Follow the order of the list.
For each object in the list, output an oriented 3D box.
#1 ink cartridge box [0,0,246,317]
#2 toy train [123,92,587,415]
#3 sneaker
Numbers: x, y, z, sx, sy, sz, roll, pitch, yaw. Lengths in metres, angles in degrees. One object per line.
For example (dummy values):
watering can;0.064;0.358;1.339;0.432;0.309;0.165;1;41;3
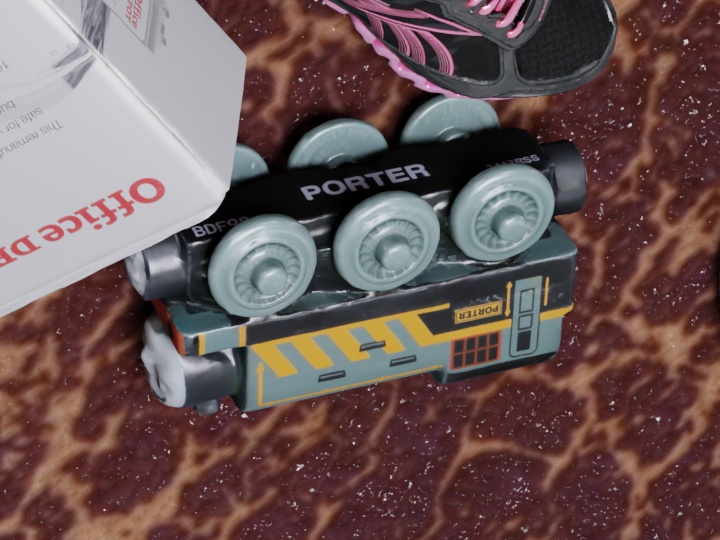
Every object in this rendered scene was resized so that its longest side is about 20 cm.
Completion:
ink cartridge box;-0.157;-0.086;0.982;0.146;0.083;0.200;-24;128;26
toy train;0.000;0.000;1.130;0.199;0.085;0.114;-13;127;-18
sneaker;0.031;-0.118;1.071;0.200;0.095;0.079;22;85;-31
